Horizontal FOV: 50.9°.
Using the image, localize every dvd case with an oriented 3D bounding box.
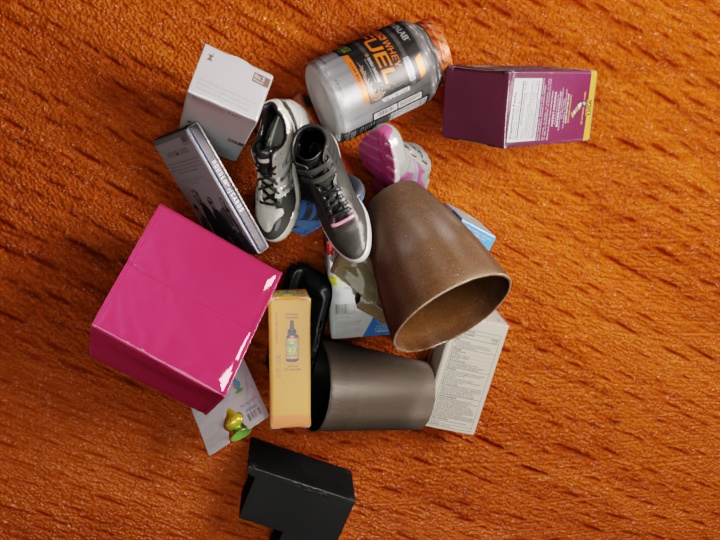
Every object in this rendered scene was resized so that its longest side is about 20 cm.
[{"bbox_3d":[-0.223,-0.114,1.117,0.025,0.149,0.203,-37,111,-27],"label":"dvd case"}]

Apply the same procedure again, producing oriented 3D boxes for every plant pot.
[{"bbox_3d":[0.089,-0.021,1.082,0.183,0.188,0.203,-27,65,1],"label":"plant pot"}]

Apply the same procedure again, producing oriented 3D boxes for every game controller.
[{"bbox_3d":[-0.100,0.094,1.224,0.103,0.042,0.205,25,108,32],"label":"game controller"}]

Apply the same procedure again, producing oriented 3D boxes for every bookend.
[{"bbox_3d":[-0.135,0.429,1.323,0.194,0.092,0.204,20,105,-12],"label":"bookend"}]

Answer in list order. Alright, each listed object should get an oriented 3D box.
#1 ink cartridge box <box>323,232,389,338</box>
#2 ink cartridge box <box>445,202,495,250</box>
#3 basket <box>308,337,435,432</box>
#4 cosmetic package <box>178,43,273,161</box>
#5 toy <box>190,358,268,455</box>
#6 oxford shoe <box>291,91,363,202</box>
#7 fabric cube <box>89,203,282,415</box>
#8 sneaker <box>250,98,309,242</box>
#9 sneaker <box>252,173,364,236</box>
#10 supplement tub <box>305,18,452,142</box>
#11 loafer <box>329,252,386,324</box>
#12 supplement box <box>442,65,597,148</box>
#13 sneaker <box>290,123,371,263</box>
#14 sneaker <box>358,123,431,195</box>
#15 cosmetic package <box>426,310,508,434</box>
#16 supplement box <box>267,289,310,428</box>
[{"bbox_3d":[0.000,0.000,1.221,0.113,0.067,0.206,-4,108,-7],"label":"ink cartridge box"},{"bbox_3d":[0.128,0.007,1.215,0.067,0.115,0.204,24,102,-13],"label":"ink cartridge box"},{"bbox_3d":[0.014,0.195,1.241,0.195,0.181,0.139,10,109,-20],"label":"basket"},{"bbox_3d":[-0.193,-0.226,1.052,0.099,0.200,0.076,21,79,-13],"label":"cosmetic package"},{"bbox_3d":[-0.224,0.180,1.215,0.114,0.203,0.047,-32,151,5],"label":"toy"},{"bbox_3d":[-0.062,-0.170,1.168,0.072,0.072,0.203,-27,103,20],"label":"oxford shoe"},{"bbox_3d":[-0.254,0.064,1.093,0.196,0.196,0.204,28,65,-9],"label":"fabric cube"},{"bbox_3d":[-0.129,-0.144,1.081,0.074,0.087,0.206,7,93,24],"label":"sneaker"},{"bbox_3d":[-0.070,-0.096,1.150,0.195,0.067,0.079,-6,137,31],"label":"sneaker"},{"bbox_3d":[0.028,-0.280,1.099,0.197,0.122,0.125,-28,110,-13],"label":"supplement tub"},{"bbox_3d":[0.025,0.042,1.167,0.067,0.076,0.201,-37,100,4],"label":"loafer"},{"bbox_3d":[0.233,-0.243,1.104,0.196,0.130,0.106,-11,112,-36],"label":"supplement box"},{"bbox_3d":[-0.045,-0.108,1.030,0.069,0.099,0.205,-21,80,13],"label":"sneaker"},{"bbox_3d":[0.058,-0.165,1.144,0.081,0.201,0.088,41,79,22],"label":"sneaker"},{"bbox_3d":[0.168,0.161,1.284,0.101,0.088,0.205,13,106,-11],"label":"cosmetic package"},{"bbox_3d":[-0.109,0.134,1.159,0.064,0.069,0.206,0,103,-7],"label":"supplement box"}]
